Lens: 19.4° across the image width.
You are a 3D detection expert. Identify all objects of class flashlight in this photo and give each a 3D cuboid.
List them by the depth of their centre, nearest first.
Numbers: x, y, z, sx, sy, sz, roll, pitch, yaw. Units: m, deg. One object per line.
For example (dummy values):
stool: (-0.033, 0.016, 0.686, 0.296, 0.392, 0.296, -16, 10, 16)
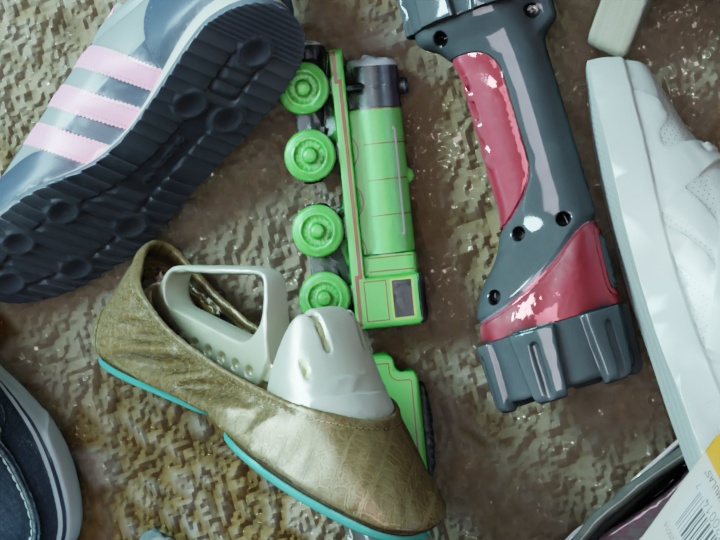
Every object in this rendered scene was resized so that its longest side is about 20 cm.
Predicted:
flashlight: (0.060, -0.045, 0.886, 0.068, 0.067, 0.202, -22, 84, 55)

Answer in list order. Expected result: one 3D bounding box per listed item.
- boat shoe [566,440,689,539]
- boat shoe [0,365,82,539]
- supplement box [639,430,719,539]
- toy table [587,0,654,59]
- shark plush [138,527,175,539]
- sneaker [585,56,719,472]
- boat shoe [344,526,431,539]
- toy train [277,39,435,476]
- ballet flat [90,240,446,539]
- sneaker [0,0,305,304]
boat shoe: (0.142, 0.104, 0.872, 0.200, 0.057, 0.067, -39, 86, 10)
boat shoe: (-0.196, 0.060, 0.902, 0.070, 0.091, 0.201, -25, 104, 21)
supplement box: (0.146, 0.167, 0.813, 0.125, 0.074, 0.201, 14, 122, -27)
toy table: (0.131, -0.176, 0.837, 0.199, 0.117, 0.184, 36, 98, 6)
shark plush: (-0.116, 0.218, 0.947, 0.083, 0.091, 0.201, 40, 115, 30)
sneaker: (0.164, -0.009, 0.849, 0.115, 0.074, 0.201, -17, 66, 2)
boat shoe: (0.028, 0.182, 0.892, 0.057, 0.067, 0.201, -24, 100, 13)
toy train: (0.000, 0.000, 0.910, 0.056, 0.042, 0.202, -5, 92, 0)
ballet flat: (-0.037, 0.039, 0.869, 0.199, 0.067, 0.073, 29, 111, 42)
sneaker: (-0.105, -0.068, 0.920, 0.200, 0.070, 0.082, -40, 46, 21)
